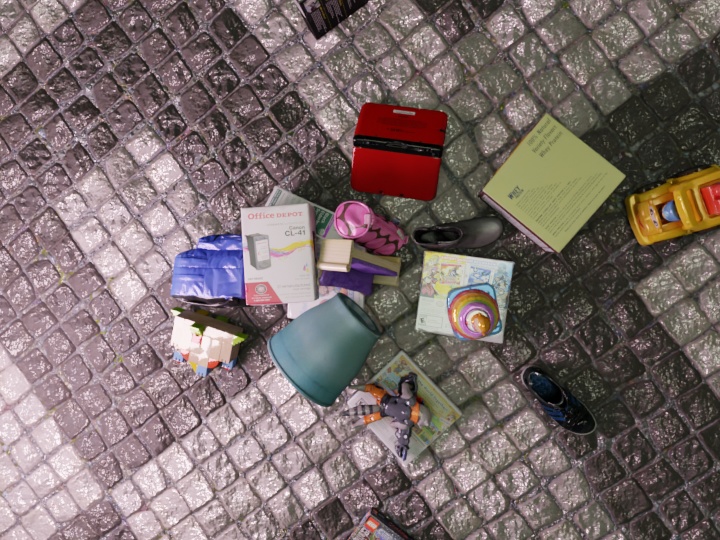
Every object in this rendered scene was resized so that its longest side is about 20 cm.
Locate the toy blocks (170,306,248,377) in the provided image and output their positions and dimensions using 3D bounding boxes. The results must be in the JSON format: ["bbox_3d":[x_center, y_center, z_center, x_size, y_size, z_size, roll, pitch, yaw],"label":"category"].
[{"bbox_3d":[-0.369,0.184,1.245,0.199,0.100,0.137,16,106,7],"label":"toy blocks"}]

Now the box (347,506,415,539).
[{"bbox_3d":[0.065,0.673,1.225,0.200,0.038,0.137,35,96,5],"label":"box"}]

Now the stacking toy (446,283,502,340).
[{"bbox_3d":[0.234,0.097,1.053,0.109,0.200,0.117,-12,93,8],"label":"stacking toy"}]

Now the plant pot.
[{"bbox_3d":[-0.066,0.156,1.138,0.200,0.200,0.188,45,98,4],"label":"plant pot"}]

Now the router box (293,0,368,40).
[{"bbox_3d":[-0.064,-0.585,1.110,0.149,0.200,0.051,-34,90,7],"label":"router box"}]

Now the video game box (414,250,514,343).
[{"bbox_3d":[0.229,0.057,1.175,0.199,0.047,0.183,8,96,7],"label":"video game box"}]

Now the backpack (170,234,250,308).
[{"bbox_3d":[-0.318,0.005,1.192,0.199,0.162,0.169,-4,77,19],"label":"backpack"}]

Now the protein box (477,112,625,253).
[{"bbox_3d":[0.389,-0.176,1.099,0.200,0.135,0.199,40,97,4],"label":"protein box"}]

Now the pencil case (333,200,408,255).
[{"bbox_3d":[0.026,-0.089,1.118,0.093,0.200,0.091,15,89,28],"label":"pencil case"}]

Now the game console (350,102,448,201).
[{"bbox_3d":[0.087,-0.272,1.194,0.199,0.119,0.173,9,62,7],"label":"game console"}]

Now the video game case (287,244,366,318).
[{"bbox_3d":[-0.078,0.016,1.224,0.181,0.024,0.201,2,93,8],"label":"video game case"}]

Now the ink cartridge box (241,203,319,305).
[{"bbox_3d":[-0.166,-0.032,1.090,0.147,0.086,0.201,-4,91,1],"label":"ink cartridge box"}]

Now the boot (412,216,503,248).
[{"bbox_3d":[0.215,-0.076,1.127,0.199,0.132,0.070,-12,90,8],"label":"boot"}]

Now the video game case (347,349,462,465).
[{"bbox_3d":[0.101,0.318,1.214,0.182,0.023,0.200,-45,85,7],"label":"video game case"}]

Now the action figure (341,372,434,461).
[{"bbox_3d":[0.065,0.330,1.159,0.193,0.105,0.201,-1,90,18],"label":"action figure"}]

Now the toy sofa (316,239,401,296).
[{"bbox_3d":[0.000,0.000,1.118,0.083,0.200,0.098,5,83,37],"label":"toy sofa"}]

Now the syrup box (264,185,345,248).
[{"bbox_3d":[-0.114,-0.107,1.179,0.199,0.081,0.079,26,84,13],"label":"syrup box"}]

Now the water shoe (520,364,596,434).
[{"bbox_3d":[0.431,0.292,1.140,0.200,0.079,0.072,41,97,4],"label":"water shoe"}]

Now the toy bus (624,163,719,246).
[{"bbox_3d":[0.663,-0.130,1.038,0.199,0.192,0.136,-19,91,9],"label":"toy bus"}]
